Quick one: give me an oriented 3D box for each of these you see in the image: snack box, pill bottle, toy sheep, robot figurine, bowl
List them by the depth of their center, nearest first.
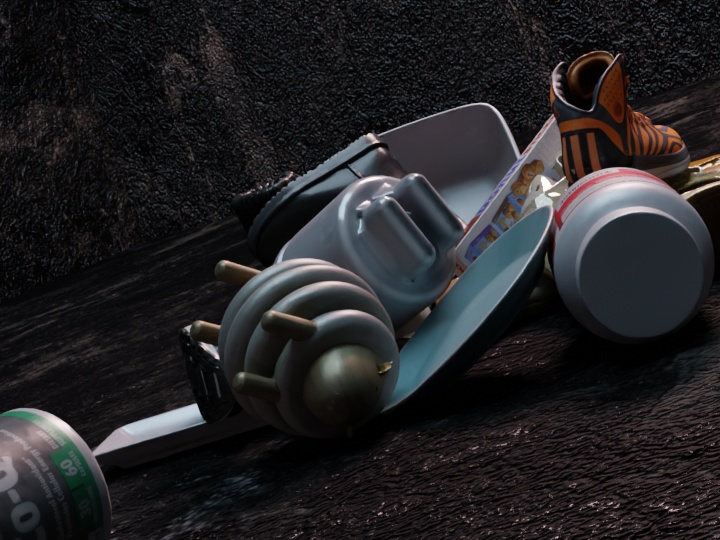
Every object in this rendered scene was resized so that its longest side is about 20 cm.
[{"bbox_3d":[-0.251,0.165,1.155,0.112,0.114,0.200,-13,9,39],"label":"pill bottle"},{"bbox_3d":[0.190,-0.010,1.384,0.111,0.113,0.200,-18,6,5],"label":"pill bottle"},{"bbox_3d":[-0.043,0.052,1.407,0.137,0.139,0.200,-20,33,-14],"label":"toy sheep"},{"bbox_3d":[0.000,0.000,1.573,0.169,0.113,0.200,-34,-4,-42],"label":"robot figurine"},{"bbox_3d":[0.152,-0.056,1.726,0.200,0.072,0.024,-51,11,-30],"label":"snack box"},{"bbox_3d":[0.070,-0.041,1.838,0.198,0.201,0.075,-20,-36,9],"label":"bowl"}]

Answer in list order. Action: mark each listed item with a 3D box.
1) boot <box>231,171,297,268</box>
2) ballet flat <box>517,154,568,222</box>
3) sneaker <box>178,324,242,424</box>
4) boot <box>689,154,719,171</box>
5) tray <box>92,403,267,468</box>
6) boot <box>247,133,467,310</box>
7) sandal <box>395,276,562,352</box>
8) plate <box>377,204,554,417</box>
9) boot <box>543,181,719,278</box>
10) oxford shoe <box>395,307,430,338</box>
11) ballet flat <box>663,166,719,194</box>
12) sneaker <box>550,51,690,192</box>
[{"bbox_3d":[-0.041,-0.028,2.009,0.210,0.159,0.079,-13,8,45],"label":"boot"},{"bbox_3d":[0.181,-0.066,1.704,0.200,0.062,0.068,-36,-27,-34],"label":"ballet flat"},{"bbox_3d":[-0.099,0.070,1.539,0.079,0.075,0.200,-13,6,-5],"label":"sneaker"},{"bbox_3d":[0.277,-0.067,1.784,0.143,0.071,0.201,-28,21,-13],"label":"boot"},{"bbox_3d":[-0.114,0.119,1.574,0.198,0.022,0.107,-18,7,9],"label":"tray"},{"bbox_3d":[0.011,-0.012,1.766,0.165,0.200,0.066,-40,-31,-3],"label":"boot"},{"bbox_3d":[0.096,0.027,1.606,0.199,0.054,0.080,-24,8,-41],"label":"sandal"},{"bbox_3d":[0.081,0.035,1.426,0.200,0.026,0.200,-48,6,7],"label":"plate"},{"bbox_3d":[0.235,-0.033,1.575,0.199,0.073,0.155,-25,16,-6],"label":"boot"},{"bbox_3d":[-0.020,0.054,1.710,0.199,0.058,0.075,-17,9,34],"label":"oxford shoe"},{"bbox_3d":[0.289,-0.061,1.629,0.199,0.071,0.071,-5,13,39],"label":"ballet flat"},{"bbox_3d":[0.213,-0.126,1.597,0.077,0.113,0.200,-9,8,24],"label":"sneaker"}]
